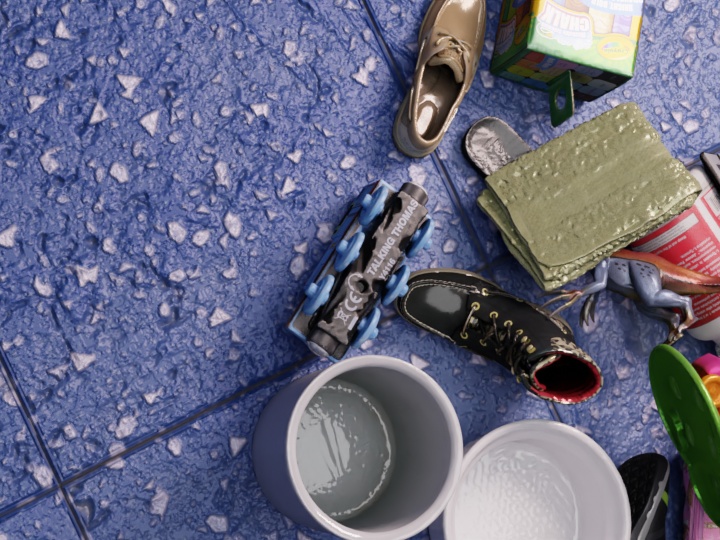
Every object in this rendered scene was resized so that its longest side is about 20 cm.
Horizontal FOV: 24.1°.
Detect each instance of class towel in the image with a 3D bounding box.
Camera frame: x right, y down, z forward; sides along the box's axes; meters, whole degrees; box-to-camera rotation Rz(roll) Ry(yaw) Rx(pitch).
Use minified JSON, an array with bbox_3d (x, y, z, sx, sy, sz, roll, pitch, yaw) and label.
[{"bbox_3d":[0.232,-0.078,1.719,0.199,0.037,0.149,-31,63,-4],"label":"towel"}]

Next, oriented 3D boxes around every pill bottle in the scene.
[{"bbox_3d":[0.369,-0.001,1.781,0.112,0.112,0.201,-35,93,-16],"label":"pill bottle"}]

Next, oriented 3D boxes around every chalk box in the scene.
[{"bbox_3d":[0.216,-0.255,1.762,0.123,0.125,0.202,14,79,-13],"label":"chalk box"}]

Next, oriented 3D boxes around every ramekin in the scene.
[{"bbox_3d":[0.164,0.253,1.705,0.198,0.098,0.203,2,83,-16],"label":"ramekin"}]

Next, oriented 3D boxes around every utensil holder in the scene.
[{"bbox_3d":[-0.012,0.173,1.613,0.168,0.200,0.172,2,83,-15],"label":"utensil holder"}]

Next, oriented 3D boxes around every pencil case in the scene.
[{"bbox_3d":[0.371,0.274,1.766,0.082,0.087,0.203,6,81,-1],"label":"pencil case"}]

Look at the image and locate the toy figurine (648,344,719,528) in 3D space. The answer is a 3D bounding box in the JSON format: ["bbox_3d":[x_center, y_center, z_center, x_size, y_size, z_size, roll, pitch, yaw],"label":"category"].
[{"bbox_3d":[0.412,0.135,1.691,0.182,0.150,0.202,-22,102,-11],"label":"toy figurine"}]

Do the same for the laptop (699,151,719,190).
[{"bbox_3d":[0.470,-0.074,1.803,0.115,0.200,0.188,-35,81,17],"label":"laptop"}]

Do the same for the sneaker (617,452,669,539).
[{"bbox_3d":[0.288,0.292,1.762,0.082,0.071,0.202,26,78,-35],"label":"sneaker"}]

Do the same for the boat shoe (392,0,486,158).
[{"bbox_3d":[0.092,-0.215,1.755,0.071,0.064,0.202,19,79,-12],"label":"boat shoe"}]

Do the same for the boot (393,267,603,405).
[{"bbox_3d":[0.140,0.064,1.686,0.202,0.154,0.074,19,102,-15],"label":"boot"}]

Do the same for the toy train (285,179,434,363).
[{"bbox_3d":[0.000,0.000,1.680,0.086,0.114,0.201,34,76,-12],"label":"toy train"}]

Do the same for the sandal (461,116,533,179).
[{"bbox_3d":[0.192,-0.085,1.776,0.200,0.048,0.076,37,76,-8],"label":"sandal"}]

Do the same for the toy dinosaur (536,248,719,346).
[{"bbox_3d":[0.268,0.002,1.741,0.199,0.105,0.182,-37,78,-7],"label":"toy dinosaur"}]
